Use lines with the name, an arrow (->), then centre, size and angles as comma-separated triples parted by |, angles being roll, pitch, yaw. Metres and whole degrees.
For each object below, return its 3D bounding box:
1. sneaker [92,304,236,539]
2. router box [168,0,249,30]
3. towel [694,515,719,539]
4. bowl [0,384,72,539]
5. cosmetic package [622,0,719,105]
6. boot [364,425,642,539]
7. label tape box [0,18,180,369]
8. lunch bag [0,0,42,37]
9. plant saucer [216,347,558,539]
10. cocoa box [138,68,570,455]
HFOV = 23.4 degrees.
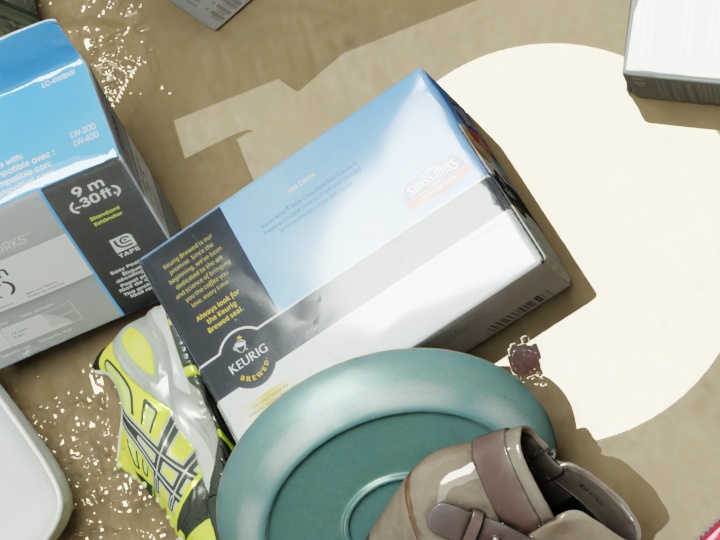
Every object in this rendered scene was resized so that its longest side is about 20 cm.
sneaker -> -0.102, 0.121, 1.058 | 0.076, 0.075, 0.201 | -26, 69, 18
router box -> -0.152, -0.245, 1.031 | 0.049, 0.200, 0.180 | -39, 77, 8
towel -> 0.247, 0.238, 0.979 | 0.145, 0.022, 0.200 | -44, 76, 6
bowl -> -0.288, 0.139, 1.095 | 0.200, 0.075, 0.200 | -43, 78, 7
cosmetic package -> 0.253, -0.145, 0.981 | 0.198, 0.090, 0.108 | 9, 88, 12
boot -> 0.094, 0.174, 0.946 | 0.200, 0.070, 0.146 | 41, 120, -20
label tape box -> -0.198, -0.039, 1.013 | 0.142, 0.200, 0.066 | -22, 55, 2
lunch bag -> -0.293, -0.107, 1.085 | 0.199, 0.139, 0.169 | -19, 81, 12
plant saucer -> 0.019, 0.132, 0.972 | 0.199, 0.200, 0.027 | -33, 36, 9
cocoa box -> 0.000, 0.000, 1.004 | 0.199, 0.133, 0.132 | -34, 78, 9
